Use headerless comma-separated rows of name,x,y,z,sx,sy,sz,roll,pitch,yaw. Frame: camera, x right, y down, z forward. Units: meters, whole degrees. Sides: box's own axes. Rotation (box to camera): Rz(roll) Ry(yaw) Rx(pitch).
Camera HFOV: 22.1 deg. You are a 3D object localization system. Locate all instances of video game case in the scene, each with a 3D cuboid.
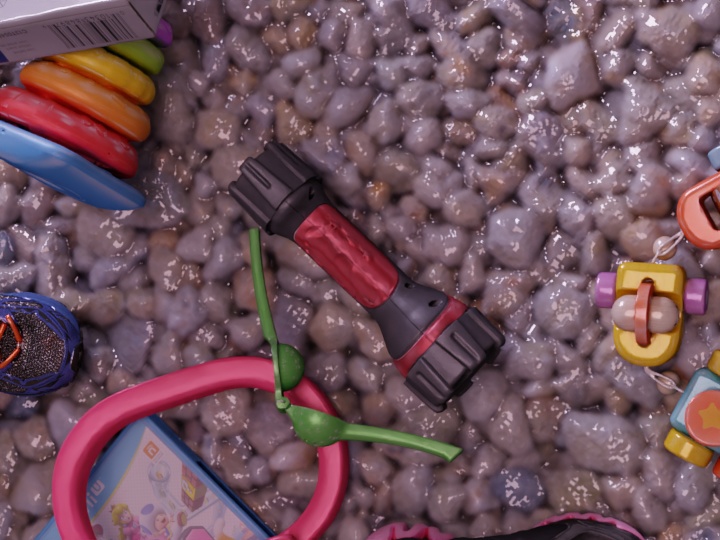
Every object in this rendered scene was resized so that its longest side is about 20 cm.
video game case,-0.120,0.213,1.242,0.200,0.018,0.143,43,103,14

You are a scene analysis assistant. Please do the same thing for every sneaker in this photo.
sneaker,-0.282,0.043,1.265,0.199,0.078,0.076,11,94,18
sneaker,0.080,0.193,1.137,0.199,0.095,0.079,-7,86,17

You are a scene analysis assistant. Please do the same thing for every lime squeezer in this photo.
lime squeezer,-0.029,0.065,1.173,0.071,0.038,0.200,-45,76,9

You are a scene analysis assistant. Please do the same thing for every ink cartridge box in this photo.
ink cartridge box,-0.198,-0.225,1.221,0.199,0.041,0.201,-6,55,29

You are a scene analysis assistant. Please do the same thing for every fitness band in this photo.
fitness band,-0.105,0.136,1.213,0.199,0.037,0.144,-18,76,7

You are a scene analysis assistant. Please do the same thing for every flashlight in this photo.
flashlight,0.000,0.000,1.175,0.200,0.068,0.068,44,136,9

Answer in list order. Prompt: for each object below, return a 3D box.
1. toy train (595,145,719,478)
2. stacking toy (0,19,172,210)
toy train,0.223,0.029,1.111,0.150,0.056,0.201,-24,82,17
stacking toy,-0.168,-0.150,1.228,0.116,0.110,0.201,21,84,32
